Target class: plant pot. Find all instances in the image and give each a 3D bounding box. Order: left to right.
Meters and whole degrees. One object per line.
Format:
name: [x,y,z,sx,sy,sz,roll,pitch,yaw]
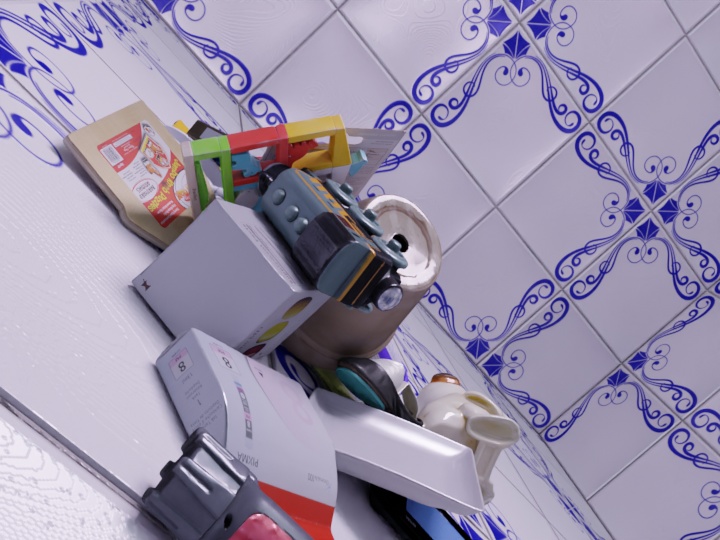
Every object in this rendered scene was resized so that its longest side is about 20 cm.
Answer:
plant pot: [0.000,0.000,0.910,0.198,0.173,0.203,15,62,-30]

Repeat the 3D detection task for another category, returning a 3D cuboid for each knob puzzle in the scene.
knob puzzle: [-0.226,-0.085,0.859,0.220,0.030,0.221,46,24,-27]

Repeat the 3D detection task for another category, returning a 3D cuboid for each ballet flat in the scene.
ballet flat: [0.029,0.152,0.939,0.067,0.069,0.201,17,-32,38]

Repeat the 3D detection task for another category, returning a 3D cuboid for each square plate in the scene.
square plate: [0.027,0.187,0.793,0.196,0.029,0.200,22,5,3]

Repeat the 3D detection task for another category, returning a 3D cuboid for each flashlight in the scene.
flashlight: [-0.043,0.187,0.454,0.200,0.068,0.068,45,-17,-8]

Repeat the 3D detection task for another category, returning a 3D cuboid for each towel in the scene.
towel: [-0.028,0.143,1.025,0.144,0.023,0.200,52,7,14]

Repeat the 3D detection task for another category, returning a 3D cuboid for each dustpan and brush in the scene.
dustpan and brush: [-0.201,-0.109,0.971,0.200,0.057,0.140,48,26,-13]

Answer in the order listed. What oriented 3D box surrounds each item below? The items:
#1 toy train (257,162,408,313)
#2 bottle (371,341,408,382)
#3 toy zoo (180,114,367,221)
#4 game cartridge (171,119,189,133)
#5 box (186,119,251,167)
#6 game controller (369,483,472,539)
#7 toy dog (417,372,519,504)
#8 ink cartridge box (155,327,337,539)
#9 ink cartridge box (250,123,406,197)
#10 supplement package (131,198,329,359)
toy train: [-0.033,-0.038,0.764,0.113,0.085,0.200,27,19,-47]
bottle: [0.010,0.101,1.131,0.084,0.065,0.201,-112,177,-57]
toy zoo: [-0.088,-0.108,0.826,0.132,0.197,0.021,100,-26,-60]
game cartridge: [-0.247,-0.157,1.262,0.200,0.032,0.177,46,7,-18]
box: [-0.145,-0.124,1.065,0.200,0.033,0.121,42,-7,-39]
game controller: [0.080,0.284,0.825,0.200,0.042,0.104,48,6,-7]
toy dog: [0.136,0.244,1.181,0.191,0.142,0.200,11,11,-3]
ink cartridge box: [-0.063,0.150,0.596,0.200,0.057,0.162,48,4,38]
ink cartridge box: [-0.059,-0.129,0.906,0.159,0.200,0.051,-3,64,-27]
supplement package: [-0.113,0.016,0.751,0.110,0.114,0.200,48,7,7]
